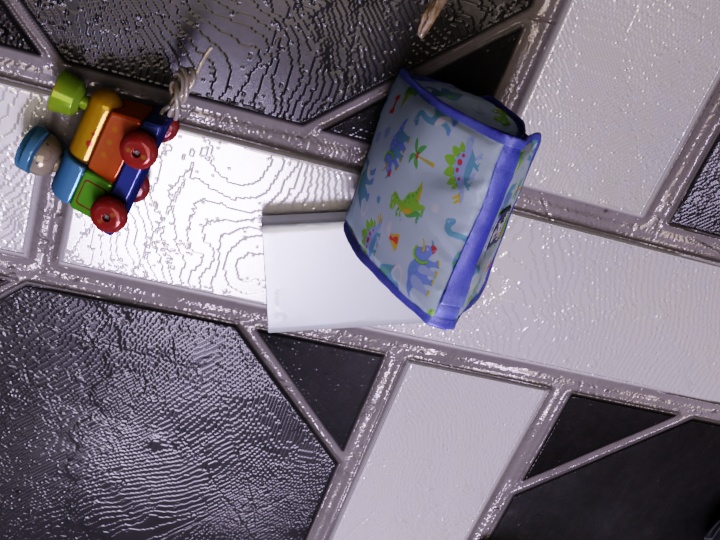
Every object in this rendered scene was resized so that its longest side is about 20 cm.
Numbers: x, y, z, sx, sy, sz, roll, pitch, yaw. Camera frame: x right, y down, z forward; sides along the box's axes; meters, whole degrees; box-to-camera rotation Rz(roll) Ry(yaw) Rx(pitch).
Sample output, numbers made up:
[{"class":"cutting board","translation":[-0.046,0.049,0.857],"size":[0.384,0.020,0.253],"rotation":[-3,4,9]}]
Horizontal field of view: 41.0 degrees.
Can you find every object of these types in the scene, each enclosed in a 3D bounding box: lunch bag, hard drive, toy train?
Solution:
[{"class":"lunch bag","translation":[0.075,-0.065,0.839],"size":[0.126,0.200,0.172],"rotation":[14,109,-15]},{"class":"hard drive","translation":[0.000,0.000,0.993],"size":[0.197,0.026,0.133],"rotation":[-4,124,-6]},{"class":"toy train","translation":[-0.219,-0.140,0.844],"size":[0.115,0.085,0.201],"rotation":[28,117,-9]}]

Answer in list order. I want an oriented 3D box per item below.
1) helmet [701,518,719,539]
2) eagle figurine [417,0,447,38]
[{"class":"helmet","translation":[0.526,0.390,1.223],"size":[0.199,0.190,0.202],"rotation":[-17,115,-40]},{"class":"eagle figurine","translation":[0.018,-0.312,0.746],"size":[0.199,0.151,0.152],"rotation":[36,72,5]}]
